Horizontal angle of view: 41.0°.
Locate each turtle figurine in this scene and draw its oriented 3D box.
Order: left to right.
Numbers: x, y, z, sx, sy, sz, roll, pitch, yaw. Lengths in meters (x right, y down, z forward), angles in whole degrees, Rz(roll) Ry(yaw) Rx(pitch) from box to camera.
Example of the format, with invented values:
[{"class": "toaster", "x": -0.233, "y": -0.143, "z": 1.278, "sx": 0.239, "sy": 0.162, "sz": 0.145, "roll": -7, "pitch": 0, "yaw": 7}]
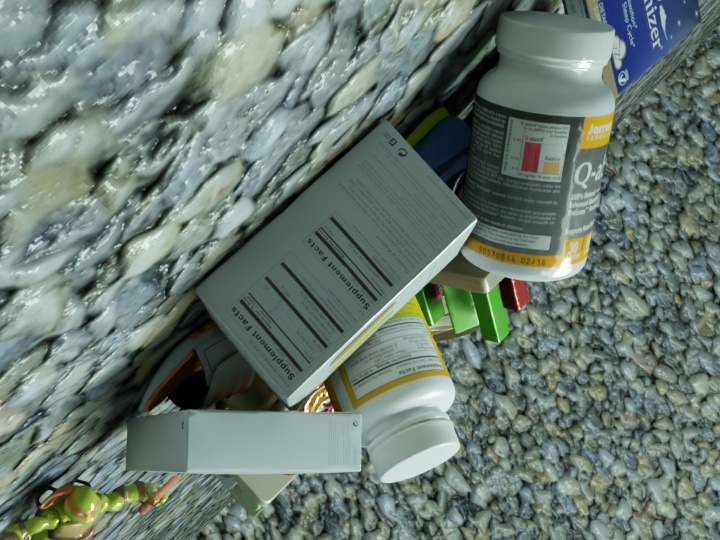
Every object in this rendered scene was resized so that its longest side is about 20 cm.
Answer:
[{"class": "turtle figurine", "x": -0.265, "y": 0.222, "z": 0.843, "sx": 0.198, "sy": 0.065, "sz": 0.161, "roll": -20, "pitch": 163, "yaw": -39}]

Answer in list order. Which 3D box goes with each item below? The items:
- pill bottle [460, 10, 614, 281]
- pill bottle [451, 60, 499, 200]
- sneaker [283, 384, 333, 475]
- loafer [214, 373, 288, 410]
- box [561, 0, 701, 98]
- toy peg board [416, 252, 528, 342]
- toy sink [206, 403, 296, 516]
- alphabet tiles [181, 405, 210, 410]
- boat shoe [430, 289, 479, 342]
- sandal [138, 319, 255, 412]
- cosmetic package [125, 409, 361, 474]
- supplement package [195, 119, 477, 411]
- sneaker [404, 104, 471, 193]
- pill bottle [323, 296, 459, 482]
[{"class": "pill bottle", "x": 0.147, "y": -0.104, "z": 0.799, "sx": 0.116, "sy": 0.114, "sz": 0.204, "roll": -32, "pitch": 133, "yaw": -55}, {"class": "pill bottle", "x": 0.155, "y": -0.125, "z": 0.920, "sx": 0.203, "sy": 0.111, "sz": 0.112, "roll": -63, "pitch": 166, "yaw": 19}, {"class": "sneaker", "x": -0.045, "y": 0.125, "z": 1.046, "sx": 0.201, "sy": 0.073, "sz": 0.077, "roll": -49, "pitch": -149, "yaw": -12}, {"class": "loafer", "x": -0.117, "y": 0.123, "z": 1.035, "sx": 0.076, "sy": 0.067, "sz": 0.199, "roll": -50, "pitch": -169, "yaw": -25}, {"class": "box", "x": 0.252, "y": -0.252, "z": 0.863, "sx": 0.032, "sy": 0.123, "sz": 0.199, "roll": 10, "pitch": -139, "yaw": 46}, {"class": "toy peg board", "x": 0.125, "y": -0.017, "z": 1.077, "sx": 0.198, "sy": 0.099, "sz": 0.198, "roll": 12, "pitch": -140, "yaw": 44}, {"class": "toy sink", "x": -0.126, "y": 0.210, "z": 1.194, "sx": 0.112, "sy": 0.130, "sz": 0.200, "roll": -48, "pitch": 174, "yaw": 39}, {"class": "alphabet tiles", "x": -0.150, "y": 0.124, "z": 1.122, "sx": 0.200, "sy": 0.008, "sz": 0.167, "roll": -48, "pitch": 171, "yaw": 27}, {"class": "boat shoe", "x": 0.056, "y": 0.055, "z": 1.155, "sx": 0.196, "sy": 0.066, "sz": 0.072, "roll": -9, "pitch": 163, "yaw": -24}, {"class": "sandal", "x": -0.109, "y": 0.071, "z": 0.864, "sx": 0.206, "sy": 0.059, "sz": 0.079, "roll": -38, "pitch": 170, "yaw": -41}, {"class": "cosmetic package", "x": -0.107, "y": 0.149, "z": 0.830, "sx": 0.148, "sy": 0.053, "sz": 0.199, "roll": 8, "pitch": 167, "yaw": -25}, {"class": "supplement package", "x": -0.019, "y": 0.000, "z": 0.771, "sx": 0.200, "sy": 0.110, "sz": 0.114, "roll": -42, "pitch": 172, "yaw": -10}, {"class": "sneaker", "x": 0.038, "y": -0.057, "z": 0.898, "sx": 0.200, "sy": 0.079, "sz": 0.066, "roll": -47, "pitch": 173, "yaw": 27}, {"class": "pill bottle", "x": 0.016, "y": 0.080, "z": 0.864, "sx": 0.107, "sy": 0.203, "sz": 0.110, "roll": -19, "pitch": 156, "yaw": -9}]
